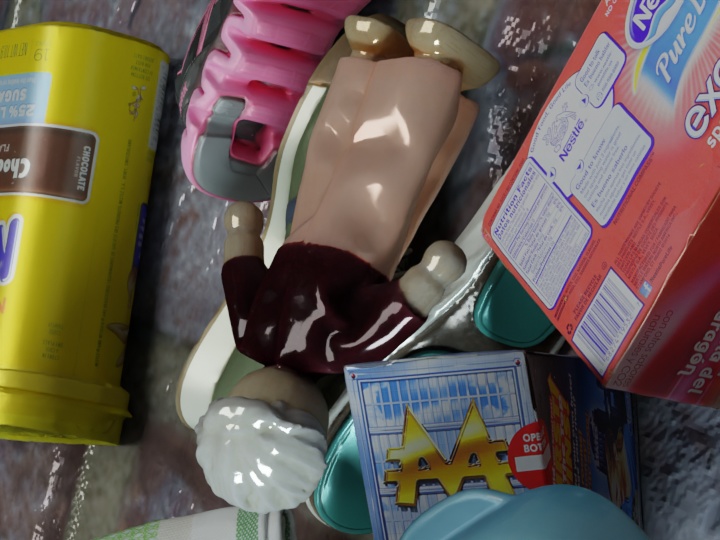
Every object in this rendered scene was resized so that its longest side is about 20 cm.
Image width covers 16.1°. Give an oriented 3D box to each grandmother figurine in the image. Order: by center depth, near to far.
[{"bbox_3d":[-0.008,0.000,0.986,0.121,0.061,0.200,3,66,52],"label":"grandmother figurine"}]

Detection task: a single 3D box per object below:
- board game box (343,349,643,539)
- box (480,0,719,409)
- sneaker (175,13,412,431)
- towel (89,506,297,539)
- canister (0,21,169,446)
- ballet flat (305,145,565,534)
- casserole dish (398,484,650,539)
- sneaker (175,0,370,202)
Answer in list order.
[{"bbox_3d":[0.050,0.104,0.850,0.062,0.200,0.200,-6,71,16],"label":"board game box"},{"bbox_3d":[0.138,-0.061,0.856,0.200,0.095,0.103,-63,38,21],"label":"box"},{"bbox_3d":[0.000,0.000,1.074,0.090,0.067,0.200,34,104,37],"label":"sneaker"},{"bbox_3d":[-0.113,0.185,1.075,0.200,0.031,0.149,-17,57,24],"label":"towel"},{"bbox_3d":[-0.167,-0.017,1.290,0.149,0.087,0.200,-3,77,54],"label":"canister"},{"bbox_3d":[0.045,0.020,1.006,0.200,0.069,0.069,-54,41,24],"label":"ballet flat"},{"bbox_3d":[0.064,0.157,0.736,0.121,0.039,0.200,-38,78,31],"label":"casserole dish"},{"bbox_3d":[-0.034,-0.133,1.154,0.200,0.079,0.095,-61,27,21],"label":"sneaker"}]
